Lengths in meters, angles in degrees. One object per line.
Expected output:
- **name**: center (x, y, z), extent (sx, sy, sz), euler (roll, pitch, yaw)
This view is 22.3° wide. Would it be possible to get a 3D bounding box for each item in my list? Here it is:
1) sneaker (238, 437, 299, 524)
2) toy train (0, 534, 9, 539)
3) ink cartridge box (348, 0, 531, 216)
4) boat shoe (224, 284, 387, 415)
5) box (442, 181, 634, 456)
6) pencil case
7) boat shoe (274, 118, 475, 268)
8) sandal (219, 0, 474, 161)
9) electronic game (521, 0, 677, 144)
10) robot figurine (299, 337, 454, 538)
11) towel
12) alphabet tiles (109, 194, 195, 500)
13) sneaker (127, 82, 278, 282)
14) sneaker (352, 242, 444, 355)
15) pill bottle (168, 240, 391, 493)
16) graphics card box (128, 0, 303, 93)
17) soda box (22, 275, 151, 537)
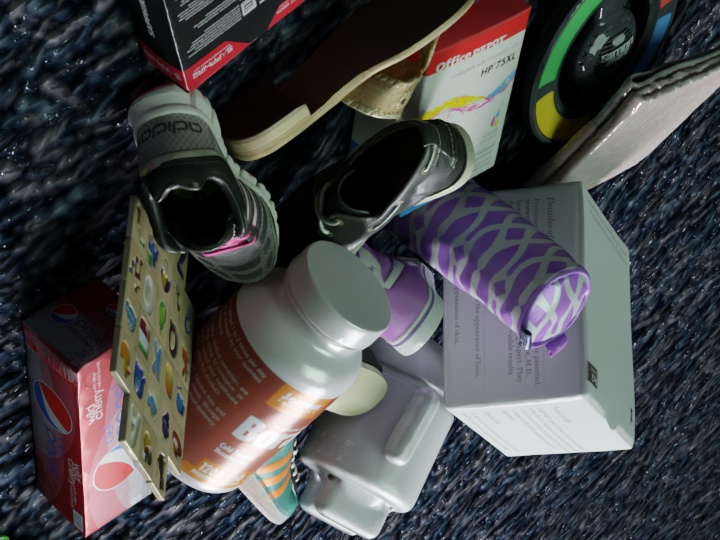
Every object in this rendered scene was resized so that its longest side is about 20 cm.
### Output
- **sneaker**: center (-0.081, 0.153, 1.569), extent (0.080, 0.071, 0.200), euler (-42, 150, -7)
- **toy train**: center (-0.265, 0.246, 1.441), extent (0.056, 0.042, 0.200), euler (-43, 153, 5)
- **ink cartridge box**: center (0.061, -0.154, 1.417), extent (0.116, 0.067, 0.201), euler (-30, 145, -35)
- **boat shoe**: center (-0.053, 0.058, 1.512), extent (0.074, 0.063, 0.201), euler (-38, 141, 15)
- **box**: center (0.164, 0.049, 1.652), extent (0.199, 0.130, 0.201), euler (42, 46, -63)
- **pencil case**: center (0.104, -0.014, 1.513), extent (0.084, 0.200, 0.086), euler (-33, 143, -19)
- **boat shoe**: center (-0.011, -0.055, 1.371), extent (0.199, 0.072, 0.067), euler (-31, 166, 26)
- **sandal**: center (0.001, -0.131, 1.317), extent (0.211, 0.078, 0.070), euler (-34, 129, -6)
- **electronic game**: center (0.214, -0.199, 1.620), extent (0.200, 0.042, 0.201), euler (-36, 149, -26)
- **robot figurine**: center (0.020, 0.136, 1.630), extent (0.113, 0.169, 0.201), euler (31, 76, -21)
- **towel**: center (0.247, -0.132, 1.695), extent (0.199, 0.032, 0.191), euler (-23, 162, -47)
- **alphabet tiles**: center (-0.143, 0.048, 1.274), extent (0.167, 0.006, 0.201), euler (72, 18, -59)
- **sneaker**: center (-0.106, -0.037, 1.257), extent (0.073, 0.088, 0.200), euler (-13, 145, 8)
- **sneaker**: center (0.000, -0.001, 1.493), extent (0.073, 0.114, 0.200), euler (-54, -169, -2)
- **pill bottle**: center (-0.071, 0.071, 1.383), extent (0.200, 0.113, 0.112), euler (-43, 158, 29)
- **graphics card box**: center (-0.093, -0.218, 1.125), extent (0.125, 0.051, 0.200), euler (-41, 152, -18)
- **soda box**: center (-0.197, 0.103, 1.342), extent (0.070, 0.063, 0.201), euler (-33, 148, -31)
